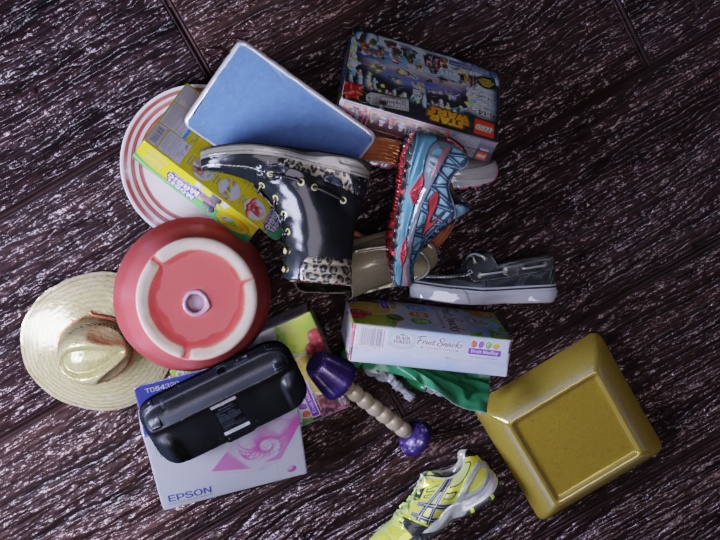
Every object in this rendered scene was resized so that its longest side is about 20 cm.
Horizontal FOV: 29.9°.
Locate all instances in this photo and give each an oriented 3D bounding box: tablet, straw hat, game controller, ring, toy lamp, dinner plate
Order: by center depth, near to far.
[{"bbox_3d":[-0.096,-0.169,1.605,0.199,0.014,0.130,34,112,-14],"label":"tablet"},{"bbox_3d":[-0.164,0.161,1.631,0.199,0.042,0.105,-25,131,-1],"label":"game controller"},{"bbox_3d":[0.024,-0.091,1.690,0.199,0.019,0.201,9,135,9],"label":"ring"},{"bbox_3d":[-0.203,-0.135,1.706,0.198,0.024,0.202,-1,102,-5],"label":"dinner plate"},{"bbox_3d":[-0.339,0.104,1.718,0.199,0.085,0.203,-1,103,-4],"label":"straw hat"},{"bbox_3d":[0.010,0.169,1.738,0.200,0.058,0.058,38,98,-31],"label":"toy lamp"}]

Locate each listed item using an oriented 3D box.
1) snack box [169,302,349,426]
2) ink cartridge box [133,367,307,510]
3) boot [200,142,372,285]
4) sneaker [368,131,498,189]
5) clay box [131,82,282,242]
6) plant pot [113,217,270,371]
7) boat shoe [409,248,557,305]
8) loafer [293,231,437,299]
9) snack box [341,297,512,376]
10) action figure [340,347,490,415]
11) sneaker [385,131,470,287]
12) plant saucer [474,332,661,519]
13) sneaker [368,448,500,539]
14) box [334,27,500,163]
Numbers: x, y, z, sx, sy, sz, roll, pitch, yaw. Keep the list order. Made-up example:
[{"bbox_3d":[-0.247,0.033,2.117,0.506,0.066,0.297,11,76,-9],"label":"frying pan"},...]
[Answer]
[{"bbox_3d":[-0.130,0.147,1.762,0.199,0.053,0.143,-22,103,1],"label":"snack box"},{"bbox_3d":[-0.172,0.205,1.696,0.195,0.043,0.201,-13,134,-7],"label":"ink cartridge box"},{"bbox_3d":[-0.093,-0.066,1.576,0.202,0.073,0.155,6,89,-5],"label":"boot"},{"bbox_3d":[0.083,-0.161,1.694,0.198,0.081,0.089,15,103,-9],"label":"sneaker"},{"bbox_3d":[-0.165,-0.123,1.642,0.200,0.115,0.048,38,141,-11],"label":"clay box"},{"bbox_3d":[-0.200,0.032,1.623,0.199,0.177,0.202,0,91,-9],"label":"plant pot"},{"bbox_3d":[0.159,0.007,1.753,0.198,0.072,0.072,-1,95,-15],"label":"boat shoe"},{"bbox_3d":[0.000,0.000,1.713,0.198,0.069,0.076,-5,132,9],"label":"loafer"},{"bbox_3d":[0.080,0.082,1.710,0.198,0.142,0.053,7,103,-6],"label":"snack box"},{"bbox_3d":[0.070,0.135,1.762,0.198,0.118,0.055,17,114,0],"label":"action figure"},{"bbox_3d":[0.083,-0.064,1.616,0.095,0.080,0.201,7,120,-6],"label":"sneaker"},{"bbox_3d":[0.285,0.219,1.816,0.199,0.048,0.201,-31,104,4],"label":"plant saucer"},{"bbox_3d":[0.089,0.313,1.816,0.199,0.075,0.077,-33,96,-7],"label":"sneaker"},{"bbox_3d":[0.072,-0.216,1.654,0.198,0.138,0.040,15,138,-9],"label":"box"}]
